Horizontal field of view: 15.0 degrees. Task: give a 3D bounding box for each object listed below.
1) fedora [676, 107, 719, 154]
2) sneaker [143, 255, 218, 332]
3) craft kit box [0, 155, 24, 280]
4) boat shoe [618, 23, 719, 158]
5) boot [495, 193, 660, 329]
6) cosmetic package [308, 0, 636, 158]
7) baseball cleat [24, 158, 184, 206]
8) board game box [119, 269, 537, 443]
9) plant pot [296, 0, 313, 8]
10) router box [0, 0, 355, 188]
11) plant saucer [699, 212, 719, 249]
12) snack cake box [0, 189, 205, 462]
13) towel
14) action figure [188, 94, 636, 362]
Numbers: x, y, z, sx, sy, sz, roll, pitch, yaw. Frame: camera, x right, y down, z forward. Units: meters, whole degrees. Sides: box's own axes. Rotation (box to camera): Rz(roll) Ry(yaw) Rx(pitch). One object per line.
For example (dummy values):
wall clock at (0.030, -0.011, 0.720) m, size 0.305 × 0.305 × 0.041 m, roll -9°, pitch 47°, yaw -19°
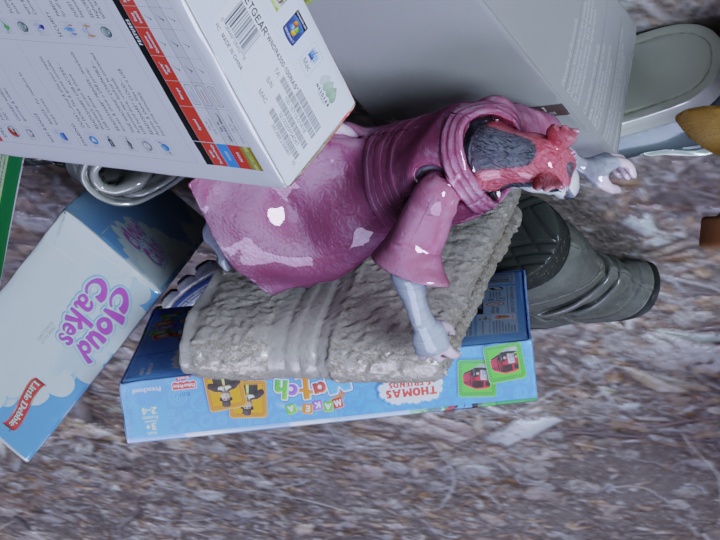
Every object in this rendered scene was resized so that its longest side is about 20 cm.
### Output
fedora at (0.242, -0.087, 1.217) m, size 0.200 × 0.082 × 0.201 m, roll 4°, pitch 178°, yaw 0°
sneaker at (-0.044, 0.026, 1.491) m, size 0.200 × 0.089 × 0.079 m, roll -46°, pitch 155°, yaw 28°
craft kit box at (-0.247, -0.084, 1.287) m, size 0.197 × 0.200 × 0.049 m, roll -1°, pitch 155°, yaw 20°
boat shoe at (0.101, -0.068, 1.363) m, size 0.200 × 0.073 × 0.062 m, roll -13°, pitch 144°, yaw 29°
boot at (0.059, 0.010, 1.553) m, size 0.200 × 0.068 × 0.131 m, roll -4°, pitch 161°, yaw 32°
cosmetic package at (0.040, -0.124, 1.248) m, size 0.107 × 0.090 × 0.200 m, roll -3°, pitch 155°, yaw 31°
baseball cleat at (-0.147, -0.075, 1.385) m, size 0.200 × 0.106 × 0.070 m, roll -18°, pitch 131°, yaw 35°
board game box at (-0.013, 0.041, 1.376) m, size 0.200 × 0.037 × 0.151 m, roll -5°, pitch -167°, yaw 4°
plant pot at (-0.064, -0.220, 0.990) m, size 0.190 × 0.200 × 0.200 m, roll 36°, pitch 145°, yaw -26°
router box at (-0.118, -0.124, 0.975) m, size 0.179 × 0.049 × 0.200 m, roll 9°, pitch 140°, yaw 39°
plant saucer at (0.271, -0.022, 1.373) m, size 0.200 × 0.032 × 0.200 m, roll 1°, pitch 180°, yaw 0°
snack cake box at (-0.148, 0.015, 1.442) m, size 0.067 × 0.115 × 0.200 m, roll 40°, pitch -169°, yaw -3°
towel at (0.000, 0.000, 1.345) m, size 0.132 × 0.200 × 0.035 m, roll 0°, pitch 115°, yaw 15°
action figure at (0.026, -0.050, 1.230) m, size 0.200 × 0.134 × 0.149 m, roll -16°, pitch 117°, yaw 50°
